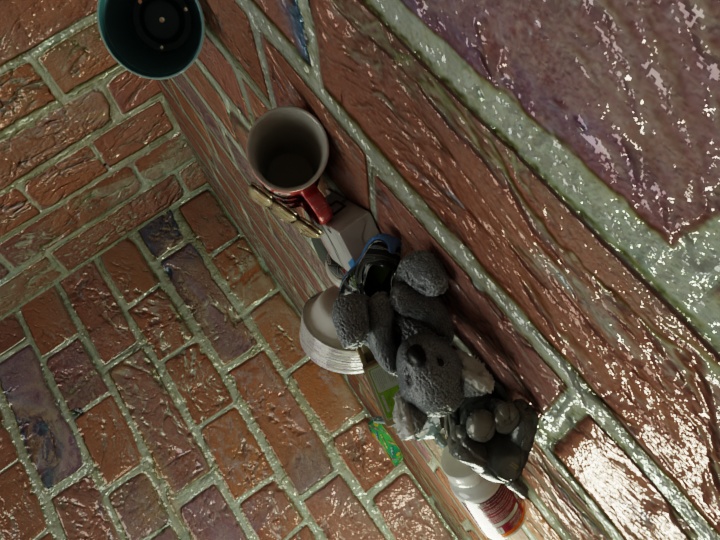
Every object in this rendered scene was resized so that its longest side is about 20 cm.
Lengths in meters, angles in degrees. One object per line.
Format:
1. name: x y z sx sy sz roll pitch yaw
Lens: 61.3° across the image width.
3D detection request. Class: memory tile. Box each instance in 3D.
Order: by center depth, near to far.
1. memory tile: -0.139 -0.103 1.091 0.152 0.017 0.200 35 177 -9

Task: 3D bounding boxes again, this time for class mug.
1. mug: -0.121 -0.158 1.043 0.200 0.130 0.183 140 124 -82

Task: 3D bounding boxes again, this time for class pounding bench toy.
1. pounding bench toy: 0.054 0.139 1.108 0.156 0.122 0.204 -119 6 -69

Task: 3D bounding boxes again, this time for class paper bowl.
1. paper bowl: -0.026 0.108 1.264 0.201 0.197 0.106 45 136 41

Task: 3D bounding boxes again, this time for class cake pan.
1. cake pan: -0.053 -0.017 1.404 0.202 0.036 0.201 54 168 16

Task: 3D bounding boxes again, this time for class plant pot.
1. plant pot: -0.409 -0.504 1.230 0.203 0.197 0.189 61 -178 -25

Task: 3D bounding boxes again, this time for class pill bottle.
1. pill bottle: 0.234 0.413 1.161 0.202 0.109 0.109 57 169 -29

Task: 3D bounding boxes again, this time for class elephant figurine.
1. elephant figurine: 0.176 0.207 0.917 0.138 0.159 0.200 14 -165 -18

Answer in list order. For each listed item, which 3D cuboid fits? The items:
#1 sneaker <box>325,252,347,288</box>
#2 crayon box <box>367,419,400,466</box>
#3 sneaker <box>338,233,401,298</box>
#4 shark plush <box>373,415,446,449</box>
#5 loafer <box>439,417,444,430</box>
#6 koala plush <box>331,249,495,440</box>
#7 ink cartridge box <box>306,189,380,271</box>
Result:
1. sneaker: 0.000 0.000 1.162 0.199 0.080 0.076 33 141 46
2. crayon box: 0.117 0.800 2.841 0.200 0.058 0.120 48 165 37
3. sneaker: 0.010 0.029 0.981 0.201 0.069 0.084 118 163 -45
4. shark plush: 0.124 0.301 1.268 0.196 0.092 0.084 3 133 33
5. loafer: 0.156 0.230 0.996 0.201 0.071 0.073 52 168 12
6. koala plush: 0.085 0.117 0.850 0.202 0.175 0.185 59 -179 34
7. ink cartridge box: -0.028 -0.065 1.101 0.117 0.066 0.199 61 167 -29
